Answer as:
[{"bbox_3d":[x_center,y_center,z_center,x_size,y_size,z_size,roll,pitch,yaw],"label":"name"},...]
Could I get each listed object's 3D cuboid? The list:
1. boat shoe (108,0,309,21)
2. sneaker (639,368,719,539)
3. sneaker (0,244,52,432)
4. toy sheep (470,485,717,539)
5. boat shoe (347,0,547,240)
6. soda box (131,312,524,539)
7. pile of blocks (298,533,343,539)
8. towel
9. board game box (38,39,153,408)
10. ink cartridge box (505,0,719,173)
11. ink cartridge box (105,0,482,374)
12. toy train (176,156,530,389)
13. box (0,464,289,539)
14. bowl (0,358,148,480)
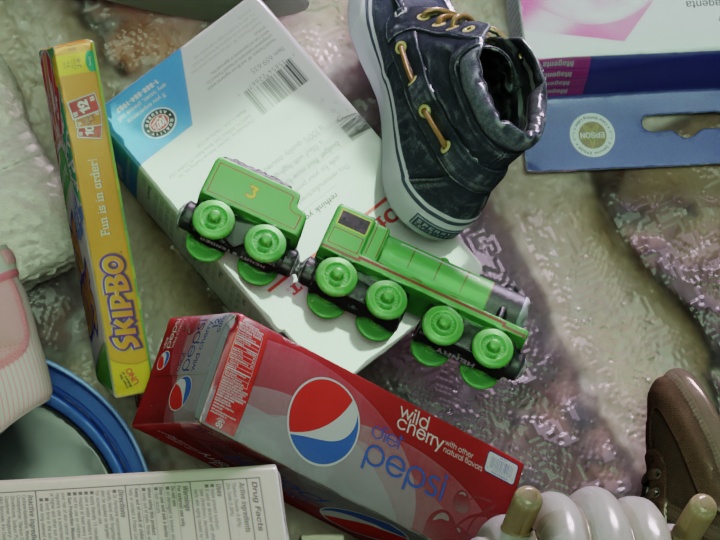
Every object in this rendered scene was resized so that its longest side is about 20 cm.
[{"bbox_3d":[-0.124,-0.188,1.575,0.200,0.070,0.072,9,77,-1],"label":"boat shoe"},{"bbox_3d":[0.173,0.152,1.513,0.075,0.070,0.201,-13,75,-5],"label":"sneaker"},{"bbox_3d":[-0.251,0.072,1.442,0.200,0.075,0.105,-24,94,-2],"label":"sneaker"},{"bbox_3d":[0.110,0.170,1.428,0.199,0.138,0.138,7,74,-8],"label":"toy sheep"},{"bbox_3d":[0.052,-0.115,1.531,0.071,0.091,0.201,20,42,-31],"label":"boat shoe"},{"bbox_3d":[-0.015,0.091,1.464,0.200,0.070,0.064,30,70,-30],"label":"soda box"},{"bbox_3d":[0.020,0.209,1.482,0.200,0.062,0.082,34,73,4],"label":"pile of blocks"},{"bbox_3d":[-0.257,-0.022,1.532,0.200,0.034,0.133,-25,80,-14],"label":"towel"},{"bbox_3d":[-0.137,-0.020,1.483,0.030,0.096,0.201,-13,96,-10],"label":"board game box"},{"bbox_3d":[0.182,-0.160,1.617,0.196,0.043,0.201,-4,73,-8],"label":"ink cartridge box"},{"bbox_3d":[-0.040,-0.035,1.542,0.116,0.067,0.200,-38,82,-15],"label":"ink cartridge box"},{"bbox_3d":[0.000,0.000,1.483,0.200,0.042,0.056,24,63,0],"label":"toy train"},{"bbox_3d":[-0.136,0.157,1.390,0.199,0.078,0.095,-1,59,-11],"label":"box"},{"bbox_3d":[-0.206,0.140,1.488,0.200,0.039,0.201,2,74,-6],"label":"bowl"}]
